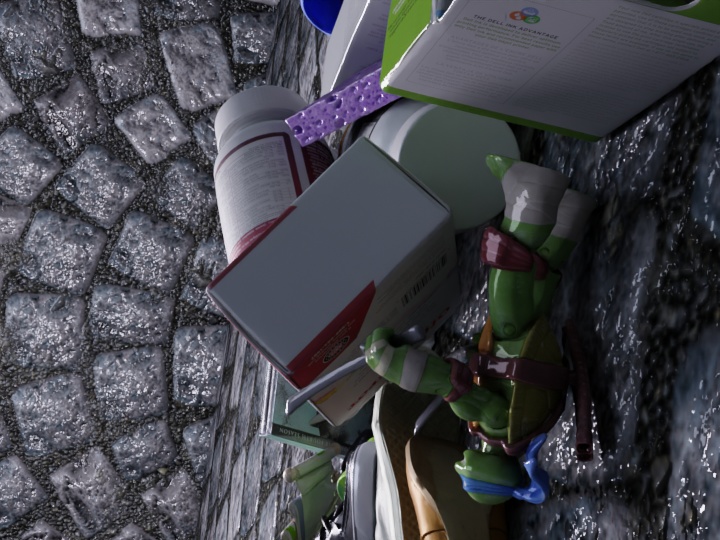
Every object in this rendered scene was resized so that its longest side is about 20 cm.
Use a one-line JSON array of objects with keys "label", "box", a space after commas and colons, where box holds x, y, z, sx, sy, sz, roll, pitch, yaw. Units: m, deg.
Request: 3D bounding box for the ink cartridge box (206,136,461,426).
[{"label": "ink cartridge box", "box": [-0.008, 0.019, 0.710, 0.146, 0.083, 0.200, -45, -17, -8]}]

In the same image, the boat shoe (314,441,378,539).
[{"label": "boat shoe", "box": [-0.006, 0.232, 0.842, 0.070, 0.066, 0.200, -55, -35, -60]}]

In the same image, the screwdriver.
[{"label": "screwdriver", "box": [-0.020, 0.218, 0.951, 0.200, 0.029, 0.028, -60, -14, -54]}]

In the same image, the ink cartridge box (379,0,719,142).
[{"label": "ink cartridge box", "box": [0.111, -0.147, 0.532, 0.200, 0.148, 0.076, 142, 137, -70]}]

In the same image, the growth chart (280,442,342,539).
[{"label": "growth chart", "box": [-0.043, 0.270, 0.947, 0.145, 0.018, 0.200, 9, -102, -69]}]

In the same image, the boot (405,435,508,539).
[{"label": "boot", "box": [0.058, 0.214, 0.674, 0.201, 0.071, 0.144, -123, 44, -65]}]

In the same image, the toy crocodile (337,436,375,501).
[{"label": "toy crocodile", "box": [0.010, 0.220, 0.918, 0.068, 0.062, 0.200, -42, -29, -56]}]

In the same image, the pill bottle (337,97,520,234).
[{"label": "pill bottle", "box": [0.052, -0.088, 0.819, 0.200, 0.116, 0.117, -145, 65, -77]}]

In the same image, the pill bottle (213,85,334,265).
[{"label": "pill bottle", "box": [-0.069, -0.060, 0.879, 0.110, 0.109, 0.200, 114, 149, -48]}]

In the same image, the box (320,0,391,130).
[{"label": "box", "box": [0.046, -0.212, 0.915, 0.200, 0.124, 0.098, 123, 156, -60]}]

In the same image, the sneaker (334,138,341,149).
[{"label": "sneaker", "box": [-0.002, -0.090, 1.152, 0.114, 0.075, 0.200, -147, 77, -78]}]

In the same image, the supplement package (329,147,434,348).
[{"label": "supplement package", "box": [0.000, 0.000, 0.981, 0.117, 0.117, 0.200, 122, 154, -55]}]

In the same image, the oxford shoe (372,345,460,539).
[{"label": "oxford shoe", "box": [0.041, 0.154, 0.793, 0.058, 0.075, 0.200, 126, 146, -57]}]

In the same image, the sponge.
[{"label": "sponge", "box": [0.041, -0.161, 0.791, 0.200, 0.030, 0.112, -20, 15, 42]}]

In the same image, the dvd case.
[{"label": "dvd case", "box": [-0.038, 0.090, 1.055, 0.022, 0.146, 0.200, -13, 62, 41]}]

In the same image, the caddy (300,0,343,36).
[{"label": "caddy", "box": [0.013, -0.322, 1.109, 0.200, 0.141, 0.105, 128, 154, -66]}]

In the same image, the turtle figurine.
[{"label": "turtle figurine", "box": [0.058, 0.029, 0.616, 0.200, 0.144, 0.194, 18, 89, 61]}]
